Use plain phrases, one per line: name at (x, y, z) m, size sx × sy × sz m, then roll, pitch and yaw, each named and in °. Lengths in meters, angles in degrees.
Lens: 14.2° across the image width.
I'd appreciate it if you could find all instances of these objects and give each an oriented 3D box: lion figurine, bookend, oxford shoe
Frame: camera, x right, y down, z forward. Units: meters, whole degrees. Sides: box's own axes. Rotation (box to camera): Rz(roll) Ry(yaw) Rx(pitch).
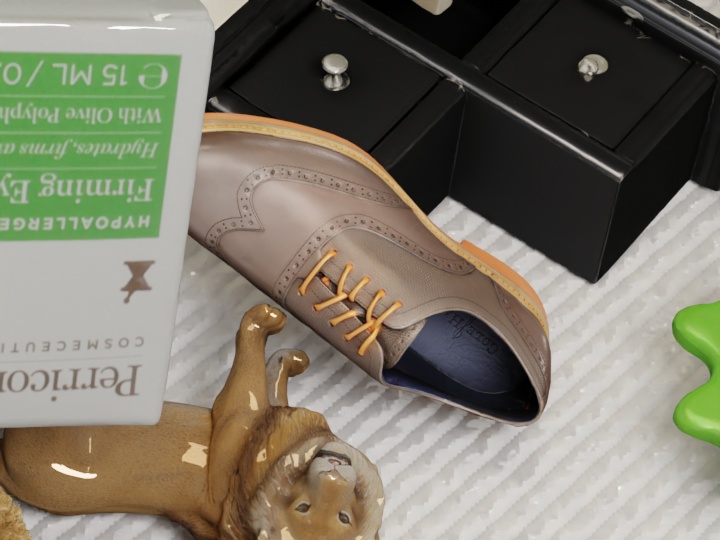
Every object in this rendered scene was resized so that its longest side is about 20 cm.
lion figurine at (-0.085, 0.075, 1.189) m, size 0.200 × 0.072 × 0.123 m, roll 1°, pitch 58°, yaw 12°
bookend at (0.043, -0.061, 1.286) m, size 0.199 × 0.092 × 0.200 m, roll 33°, pitch 56°, yaw 18°
oxford shoe at (0.000, 0.000, 1.193) m, size 0.200 × 0.071 × 0.073 m, roll 28°, pitch 22°, yaw -19°

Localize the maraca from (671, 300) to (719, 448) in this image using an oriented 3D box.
maraca at (0.230, 0.050, 1.211) m, size 0.200 × 0.107 × 0.137 m, roll 5°, pitch 53°, yaw -2°

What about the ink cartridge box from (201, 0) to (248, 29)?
ink cartridge box at (-0.090, -0.188, 1.366) m, size 0.176 × 0.045 × 0.200 m, roll 42°, pitch 70°, yaw 16°

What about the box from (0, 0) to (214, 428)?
box at (-0.185, -0.053, 1.103) m, size 0.199 × 0.171 × 0.200 m, roll -1°, pitch 25°, yaw -22°

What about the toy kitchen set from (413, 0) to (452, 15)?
toy kitchen set at (-0.024, -0.217, 1.214) m, size 0.180 × 0.200 × 0.163 m, roll 37°, pitch 57°, yaw 22°

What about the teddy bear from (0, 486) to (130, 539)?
teddy bear at (-0.167, 0.151, 1.119) m, size 0.200 × 0.067 × 0.145 m, roll -12°, pitch 46°, yaw -7°
